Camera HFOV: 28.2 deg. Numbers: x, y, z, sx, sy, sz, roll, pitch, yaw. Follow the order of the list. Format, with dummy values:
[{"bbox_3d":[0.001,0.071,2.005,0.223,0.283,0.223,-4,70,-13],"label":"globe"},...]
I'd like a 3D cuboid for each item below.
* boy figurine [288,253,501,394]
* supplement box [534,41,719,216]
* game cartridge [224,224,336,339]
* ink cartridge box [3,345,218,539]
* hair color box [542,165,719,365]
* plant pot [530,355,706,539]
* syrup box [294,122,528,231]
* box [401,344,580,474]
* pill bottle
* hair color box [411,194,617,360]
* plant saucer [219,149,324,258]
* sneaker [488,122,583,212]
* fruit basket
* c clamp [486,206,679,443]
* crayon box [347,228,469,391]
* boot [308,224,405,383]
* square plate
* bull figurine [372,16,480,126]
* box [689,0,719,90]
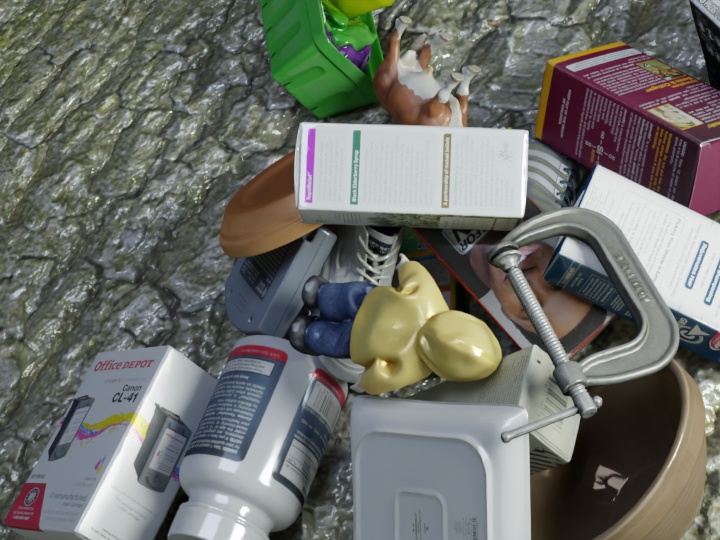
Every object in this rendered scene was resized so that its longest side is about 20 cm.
[{"bbox_3d":[0.033,0.047,1.222,0.199,0.064,0.125,7,77,38],"label":"boy figurine"},{"bbox_3d":[0.277,-0.136,1.365,0.110,0.086,0.200,-19,40,-34],"label":"supplement box"},{"bbox_3d":[-0.085,0.001,1.424,0.134,0.041,0.200,-66,18,6],"label":"game cartridge"},{"bbox_3d":[-0.235,0.179,1.377,0.147,0.086,0.201,-8,50,49],"label":"ink cartridge box"},{"bbox_3d":[0.271,0.001,1.247,0.199,0.061,0.100,26,66,3],"label":"hair color box"},{"bbox_3d":[0.213,0.170,1.164,0.201,0.093,0.201,-41,24,23],"label":"plant pot"},{"bbox_3d":[0.044,-0.082,1.256,0.199,0.079,0.082,3,82,2],"label":"syrup box"},{"bbox_3d":[0.093,0.140,1.226,0.200,0.068,0.082,-27,33,45],"label":"box"},{"bbox_3d":[-0.099,0.173,1.320,0.119,0.120,0.201,6,58,29],"label":"pill bottle"},{"bbox_3d":[0.141,-0.008,1.312,0.101,0.061,0.200,-43,79,2],"label":"hair color box"},{"bbox_3d":[-0.055,-0.083,1.387,0.199,0.038,0.200,-28,19,10],"label":"plant saucer"},{"bbox_3d":[0.185,-0.079,1.408,0.081,0.074,0.201,-19,52,4],"label":"sneaker"},{"bbox_3d":[-0.012,-0.302,1.612,0.215,0.155,0.217,-22,51,29],"label":"fruit basket"},{"bbox_3d":[0.164,0.031,1.153,0.170,0.027,0.201,-12,55,-9],"label":"c clamp"},{"bbox_3d":[0.043,0.015,1.417,0.125,0.052,0.201,-10,52,19],"label":"crayon box"},{"bbox_3d":[0.000,0.000,1.340,0.073,0.096,0.201,13,48,-19],"label":"boot"},{"bbox_3d":[0.057,0.207,1.175,0.198,0.028,0.201,-2,89,47],"label":"square plate"},{"bbox_3d":[0.075,-0.173,1.497,0.065,0.122,0.200,-4,40,-36],"label":"bull figurine"},{"bbox_3d":[0.417,-0.191,1.335,0.114,0.132,0.200,-32,48,-1],"label":"box"}]
